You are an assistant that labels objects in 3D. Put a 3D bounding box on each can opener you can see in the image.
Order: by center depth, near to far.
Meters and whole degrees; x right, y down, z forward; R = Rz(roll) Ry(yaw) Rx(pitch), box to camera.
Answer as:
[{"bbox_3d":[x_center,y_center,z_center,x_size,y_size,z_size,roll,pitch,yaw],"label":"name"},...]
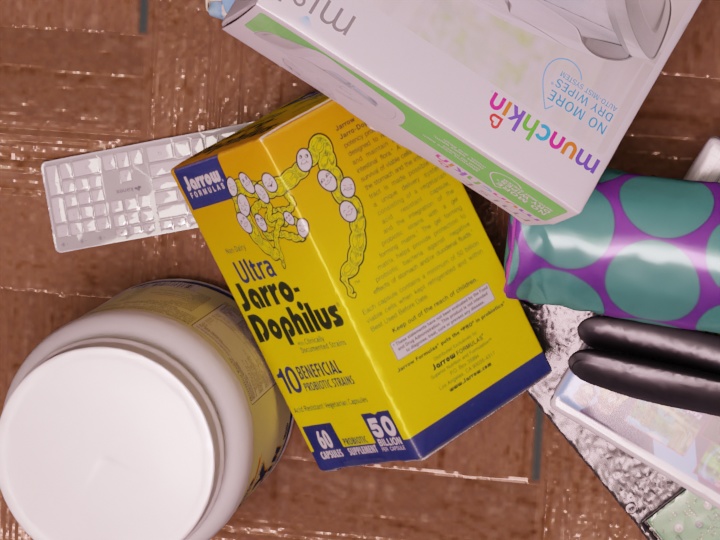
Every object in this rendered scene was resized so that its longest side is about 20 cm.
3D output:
[{"bbox_3d":[0.215,0.060,1.422,0.200,0.063,0.079,14,126,15],"label":"can opener"}]

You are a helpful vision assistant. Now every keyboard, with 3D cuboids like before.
[{"bbox_3d":[-0.092,-0.055,1.535,0.200,0.011,0.056,-10,96,10],"label":"keyboard"}]

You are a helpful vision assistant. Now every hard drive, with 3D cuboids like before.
[{"bbox_3d":[0.181,0.063,1.495,0.140,0.038,0.200,-40,89,12],"label":"hard drive"}]

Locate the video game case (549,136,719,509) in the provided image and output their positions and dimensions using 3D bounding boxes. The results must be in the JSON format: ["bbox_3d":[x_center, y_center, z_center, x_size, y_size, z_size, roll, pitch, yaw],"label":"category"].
[{"bbox_3d":[0.238,0.051,1.456,0.200,0.023,0.182,31,101,2],"label":"video game case"}]

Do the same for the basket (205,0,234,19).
[{"bbox_3d":[0.017,-0.205,1.426,0.200,0.139,0.177,2,90,22],"label":"basket"}]

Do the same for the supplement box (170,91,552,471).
[{"bbox_3d":[0.000,0.000,1.450,0.109,0.109,0.200,-31,99,-32],"label":"supplement box"}]

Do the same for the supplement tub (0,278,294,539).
[{"bbox_3d":[-0.122,0.087,1.462,0.145,0.200,0.145,1,98,9],"label":"supplement tub"}]

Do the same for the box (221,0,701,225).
[{"bbox_3d":[0.060,-0.149,1.326,0.200,0.097,0.177,33,80,-11],"label":"box"}]

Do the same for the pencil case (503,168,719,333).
[{"bbox_3d":[0.179,-0.014,1.399,0.200,0.092,0.085,8,135,10],"label":"pencil case"}]
